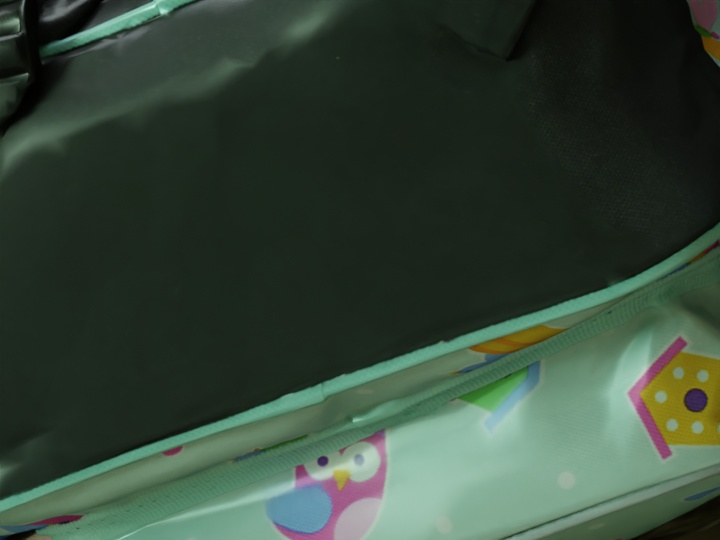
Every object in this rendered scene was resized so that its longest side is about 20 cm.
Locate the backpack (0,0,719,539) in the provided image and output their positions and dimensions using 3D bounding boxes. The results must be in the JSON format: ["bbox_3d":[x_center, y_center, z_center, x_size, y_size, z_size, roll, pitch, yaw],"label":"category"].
[{"bbox_3d":[0.007,-0.012,0.585,0.175,0.154,0.200,-24,8,16],"label":"backpack"}]

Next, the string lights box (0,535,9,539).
[{"bbox_3d":[-0.165,0.066,0.783,0.103,0.059,0.200,-10,13,45],"label":"string lights box"}]
